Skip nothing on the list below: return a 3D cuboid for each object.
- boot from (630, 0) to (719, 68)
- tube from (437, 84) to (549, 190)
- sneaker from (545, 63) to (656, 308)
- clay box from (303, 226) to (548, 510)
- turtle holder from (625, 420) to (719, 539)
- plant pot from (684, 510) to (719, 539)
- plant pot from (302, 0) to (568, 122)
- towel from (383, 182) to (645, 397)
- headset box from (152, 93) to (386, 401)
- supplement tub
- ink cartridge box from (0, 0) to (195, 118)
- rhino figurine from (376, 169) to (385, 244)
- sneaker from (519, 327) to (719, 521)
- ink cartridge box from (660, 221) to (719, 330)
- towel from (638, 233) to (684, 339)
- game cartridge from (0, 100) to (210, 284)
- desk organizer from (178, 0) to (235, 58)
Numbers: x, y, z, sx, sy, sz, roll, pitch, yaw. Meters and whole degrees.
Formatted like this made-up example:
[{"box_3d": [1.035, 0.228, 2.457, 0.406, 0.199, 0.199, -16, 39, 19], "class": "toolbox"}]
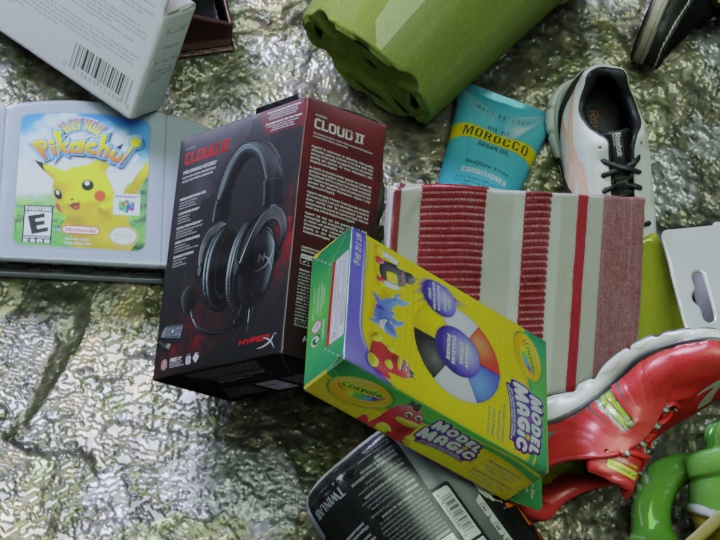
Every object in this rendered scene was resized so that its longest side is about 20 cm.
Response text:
[{"box_3d": [0.312, -0.204, 1.788, 0.150, 0.073, 0.200, 34, 61, 8], "class": "boot"}, {"box_3d": [0.085, -0.058, 1.701, 0.077, 0.050, 0.200, 23, 50, -4], "class": "tube"}, {"box_3d": [0.181, -0.058, 1.696, 0.074, 0.080, 0.201, -9, 74, -14], "class": "sneaker"}, {"box_3d": [0.056, 0.067, 1.512, 0.200, 0.048, 0.115, 29, 42, -26], "class": "clay box"}, {"box_3d": [0.282, 0.162, 1.582, 0.185, 0.141, 0.132, -8, 83, -22], "class": "turtle holder"}, {"box_3d": [0.212, 0.305, 1.465, 0.196, 0.194, 0.200, 44, 112, 12], "class": "plant pot"}, {"box_3d": [0.060, -0.217, 1.714, 0.200, 0.200, 0.190, 36, 80, 9], "class": "plant pot"}, {"box_3d": [0.104, 0.015, 1.604, 0.199, 0.023, 0.145, 3, 92, -23], "class": "towel"}, {"box_3d": [-0.062, -0.021, 1.593, 0.077, 0.149, 0.201, 17, 71, -37], "class": "headset box"}, {"box_3d": [0.064, 0.202, 1.544, 0.122, 0.123, 0.200, -30, 74, -19], "class": "supplement tub"}, {"box_3d": [-0.204, -0.233, 1.667, 0.200, 0.174, 0.044, 34, 31, 18], "class": "ink cartridge box"}, {"box_3d": [0.000, 0.000, 1.645, 0.060, 0.087, 0.201, 2, 66, -4], "class": "rhino figurine"}, {"box_3d": [0.185, 0.112, 1.584, 0.200, 0.077, 0.085, -32, 42, 22], "class": "sneaker"}, {"box_3d": [0.311, 0.024, 1.677, 0.199, 0.067, 0.116, -5, 67, -15], "class": "ink cartridge box"}, {"box_3d": [0.136, 0.049, 1.653, 0.200, 0.018, 0.086, -23, 97, -8], "class": "towel"}, {"box_3d": [-0.201, -0.058, 1.676, 0.199, 0.041, 0.134, 2, 62, -6], "class": "game cartridge"}, {"box_3d": [-0.146, -0.266, 1.752, 0.072, 0.077, 0.201, -9, 67, -11], "class": "desk organizer"}]
